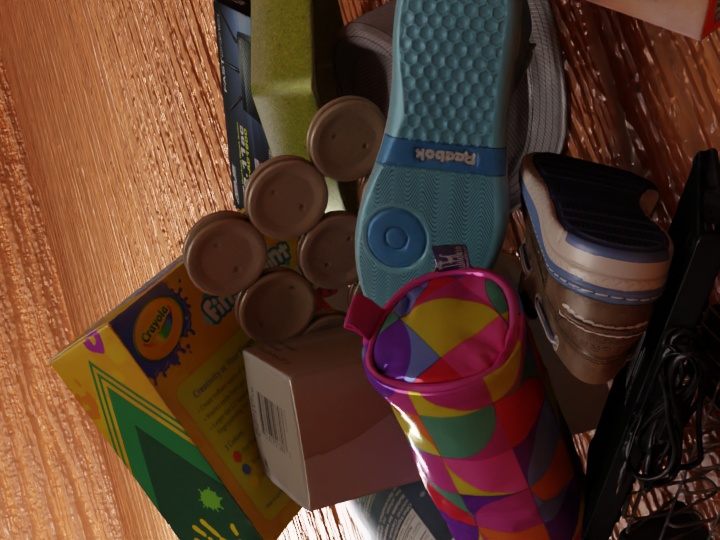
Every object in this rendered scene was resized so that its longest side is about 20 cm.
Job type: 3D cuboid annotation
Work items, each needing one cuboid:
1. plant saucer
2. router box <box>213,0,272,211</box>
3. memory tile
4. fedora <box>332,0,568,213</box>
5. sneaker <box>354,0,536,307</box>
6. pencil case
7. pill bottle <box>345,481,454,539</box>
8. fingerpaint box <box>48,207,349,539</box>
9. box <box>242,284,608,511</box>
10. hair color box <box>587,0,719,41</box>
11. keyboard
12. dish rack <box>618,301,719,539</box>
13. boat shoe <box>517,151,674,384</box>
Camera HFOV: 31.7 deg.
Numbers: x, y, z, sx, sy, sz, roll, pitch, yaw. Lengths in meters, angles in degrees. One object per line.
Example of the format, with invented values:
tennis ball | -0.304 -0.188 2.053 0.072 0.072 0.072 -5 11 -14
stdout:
plant saucer | -0.039 -0.136 0.885 0.201 0.047 0.203 75 -170 -56
router box | -0.072 -0.134 1.113 0.150 0.061 0.203 -141 44 -60
memory tile | 0.000 0.000 0.779 0.200 0.153 0.017 43 -174 -34
fedora | 0.040 -0.115 0.800 0.199 0.089 0.180 -169 69 -67
sneaker | 0.052 -0.074 0.676 0.131 0.078 0.203 -56 -22 -70
pencil case | 0.063 0.083 0.638 0.089 0.088 0.201 52 171 48
pill bottle | 0.079 0.179 0.819 0.200 0.118 0.121 -134 38 -53
fingerpaint box | -0.078 0.065 0.830 0.073 0.200 0.168 -29 101 39
box | 0.040 0.069 0.748 0.095 0.197 0.079 -166 65 -65
hair color box | 0.125 -0.212 0.518 0.110 0.064 0.203 26 132 29
keyboard | 0.143 0.053 0.583 0.105 0.039 0.202 -71 -8 -50
dish rack | 0.191 0.120 0.595 0.154 0.054 0.202 -125 33 -44
boat shoe | 0.105 -0.007 0.618 0.200 0.071 0.074 -62 -16 -71
